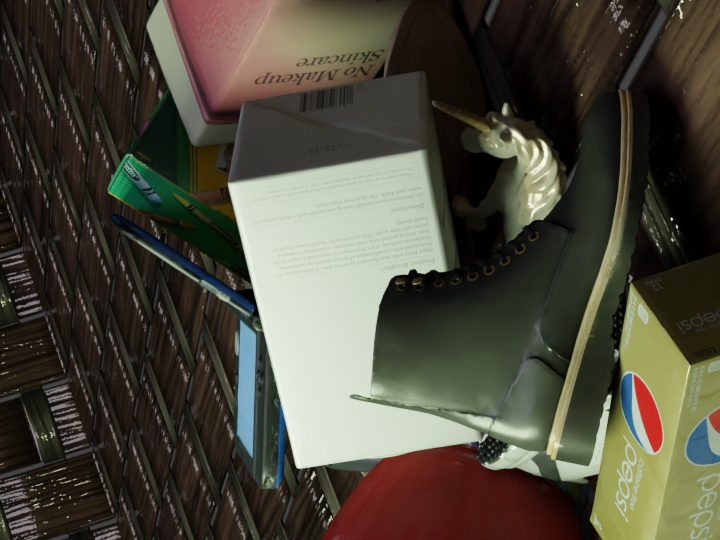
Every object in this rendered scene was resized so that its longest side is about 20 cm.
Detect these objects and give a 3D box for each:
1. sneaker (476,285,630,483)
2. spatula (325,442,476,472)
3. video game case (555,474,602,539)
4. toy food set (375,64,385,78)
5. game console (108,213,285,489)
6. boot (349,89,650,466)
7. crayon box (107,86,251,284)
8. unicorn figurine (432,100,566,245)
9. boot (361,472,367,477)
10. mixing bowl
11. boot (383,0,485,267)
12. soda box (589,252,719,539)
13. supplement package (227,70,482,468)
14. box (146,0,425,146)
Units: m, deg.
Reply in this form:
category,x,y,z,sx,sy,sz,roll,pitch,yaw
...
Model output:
category,x,y,z,sx,sy,sz,roll,pitch,yaw
sneaker,0.146,0.070,1.185,0.200,0.079,0.074,-42,33,56
spatula,0.045,0.129,1.399,0.199,0.021,0.057,-5,120,38
video game case,0.117,0.119,1.378,0.144,0.017,0.201,100,149,-54
toy food set,-0.036,-0.161,1.536,0.144,0.060,0.201,99,150,-54
game console,-0.117,0.051,1.398,0.200,0.117,0.173,-156,68,-81
boot,0.078,-0.008,1.086,0.077,0.137,0.202,50,-129,-82
crayon box,-0.066,-0.058,1.446,0.199,0.119,0.058,33,145,-7
unicorn figurine,0.099,-0.028,1.239,0.201,0.074,0.137,60,164,-8
boot,0.019,0.142,1.497,0.201,0.064,0.186,56,-172,10
mixing bowl,0.067,0.175,1.295,0.200,0.198,0.109,148,139,-72
boot,0.042,-0.073,1.373,0.146,0.069,0.202,171,96,-84
soda box,0.175,0.087,1.083,0.201,0.067,0.064,92,155,-45
supplement package,0.000,0.000,1.235,0.120,0.120,0.202,-88,-12,-62
box,-0.046,-0.186,1.363,0.200,0.127,0.110,-53,53,53
